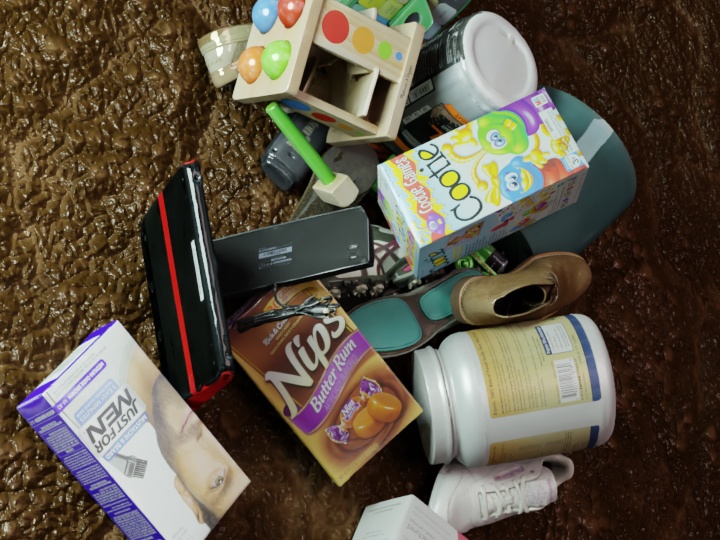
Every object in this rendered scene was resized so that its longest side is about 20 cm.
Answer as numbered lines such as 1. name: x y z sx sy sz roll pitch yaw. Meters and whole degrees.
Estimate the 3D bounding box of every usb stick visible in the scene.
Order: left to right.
1. usb stick: -0.049 -0.169 1.489 0.055 0.032 0.201 46 51 -17

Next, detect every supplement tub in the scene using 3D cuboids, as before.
1. supplement tub: 0.094 -0.199 1.506 0.121 0.199 0.124 15 64 -34
2. supplement tub: 0.161 0.131 1.423 0.197 0.145 0.147 -8 76 -7

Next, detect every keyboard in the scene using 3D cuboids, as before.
1. keyboard: -0.081 0.007 1.291 0.021 0.197 0.129 60 22 -48

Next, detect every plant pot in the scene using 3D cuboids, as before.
1. plant pot: 0.198 -0.089 1.561 0.201 0.200 0.161 50 65 -13

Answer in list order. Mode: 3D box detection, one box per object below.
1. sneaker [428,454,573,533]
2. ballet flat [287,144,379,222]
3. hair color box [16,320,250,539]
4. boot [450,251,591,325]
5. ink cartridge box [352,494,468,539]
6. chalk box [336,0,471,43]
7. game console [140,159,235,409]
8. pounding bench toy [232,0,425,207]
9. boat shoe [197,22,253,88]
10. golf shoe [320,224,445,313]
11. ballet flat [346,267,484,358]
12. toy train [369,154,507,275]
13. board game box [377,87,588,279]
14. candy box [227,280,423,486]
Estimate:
1. sneaker: 0.154 0.234 1.451 0.199 0.099 0.076 -22 109 -41
2. ballet flat: -0.037 -0.070 1.453 0.067 0.046 0.201 32 51 -5
3. hair color box: -0.204 0.160 1.213 0.201 0.064 0.109 53 48 -13
4. boot: 0.195 0.025 1.444 0.198 0.075 0.075 -14 101 -38
5. ink cartridge box: 0.044 0.353 1.329 0.146 0.082 0.202 41 52 -20
6. chalk box: 0.047 -0.347 1.550 0.123 0.125 0.202 21 47 -31
7. game console: -0.159 0.019 1.230 0.031 0.177 0.203 -6 76 -26
8. pounding bench toy: -0.050 -0.183 1.376 0.154 0.124 0.203 20 82 -32
9. boat shoe: -0.086 -0.242 1.467 0.198 0.071 0.065 -17 88 -32
10. golf shoe: 0.000 0.000 1.450 0.198 0.077 0.089 -10 62 -46
11. ballet flat: 0.056 0.056 1.441 0.198 0.064 0.068 -21 73 -25
12. toy train: 0.090 -0.053 1.518 0.200 0.042 0.056 43 81 -1
13. board game box: 0.127 -0.092 1.413 0.198 0.105 0.104 -25 73 -8
14. candy box: -0.043 0.102 1.340 0.116 0.056 0.201 -40 100 -7
